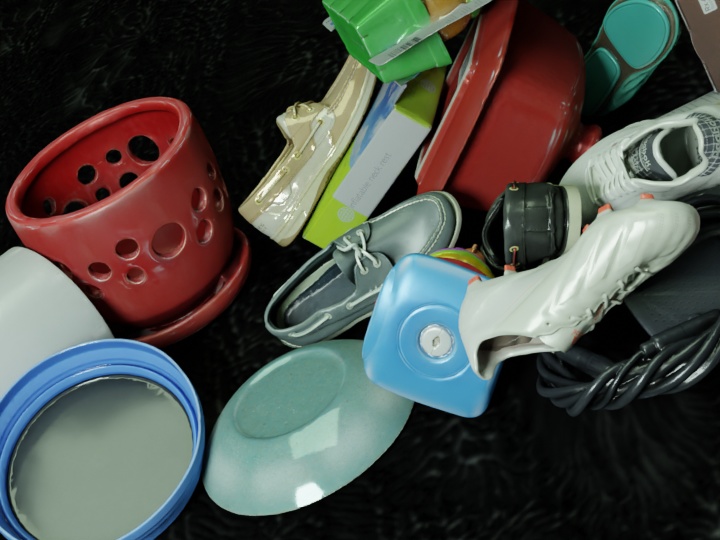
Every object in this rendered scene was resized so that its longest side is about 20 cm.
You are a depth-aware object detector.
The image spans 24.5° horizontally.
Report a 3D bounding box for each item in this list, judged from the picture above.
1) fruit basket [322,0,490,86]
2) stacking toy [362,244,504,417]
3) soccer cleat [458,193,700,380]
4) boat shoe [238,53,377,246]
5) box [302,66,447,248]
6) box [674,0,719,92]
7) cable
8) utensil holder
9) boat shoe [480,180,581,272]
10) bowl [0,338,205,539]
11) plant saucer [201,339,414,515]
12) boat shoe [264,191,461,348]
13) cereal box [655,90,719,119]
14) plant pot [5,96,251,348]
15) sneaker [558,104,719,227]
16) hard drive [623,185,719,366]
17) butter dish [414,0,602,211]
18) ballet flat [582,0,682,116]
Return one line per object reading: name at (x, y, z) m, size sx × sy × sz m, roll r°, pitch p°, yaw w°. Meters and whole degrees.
fruit basket at (0.075, -0.245, 1.451) m, size 0.199 × 0.094 × 0.185 m, roll -27°, pitch 27°, yaw -8°
stacking toy at (0.075, 0.021, 1.341) m, size 0.109 × 0.117 × 0.200 m, roll 20°, pitch 22°, yaw 4°
soccer cleat at (0.155, 0.015, 1.163) m, size 0.199 × 0.069 × 0.078 m, roll -28°, pitch 50°, yaw 32°
boat shoe at (-0.050, -0.125, 1.559) m, size 0.201 × 0.069 × 0.074 m, roll -63°, pitch 10°, yaw -3°
box at (0.018, -0.122, 1.546) m, size 0.200 × 0.047 × 0.122 m, roll -53°, pitch 14°, yaw 37°
box at (0.303, -0.253, 1.438) m, size 0.074 × 0.101 × 0.201 m, roll -23°, pitch 32°, yaw 15°
cable at (0.207, 0.024, 1.182) m, size 0.199 × 0.051 × 0.164 m, roll -20°, pitch 36°, yaw 30°
utensil holder at (-0.340, 0.100, 1.505) m, size 0.169 × 0.171 × 0.200 m, roll 12°, pitch 48°, yaw 49°
boat shoe at (0.126, -0.035, 1.303) m, size 0.062 × 0.075 × 0.201 m, roll 0°, pitch -3°, yaw -3°
bowl at (-0.223, 0.152, 1.385) m, size 0.198 × 0.040 × 0.202 m, roll -7°, pitch 55°, yaw 10°
plant saucer at (-0.051, 0.114, 1.361) m, size 0.199 × 0.039 × 0.202 m, roll -21°, pitch 32°, yaw 14°
boat shoe at (0.000, 0.000, 1.416) m, size 0.199 × 0.062 × 0.073 m, roll -36°, pitch 68°, yaw 19°
cereal box at (0.287, -0.116, 1.370) m, size 0.198 × 0.040 × 0.144 m, roll -26°, pitch 9°, yaw 8°
plant pot at (-0.209, -0.038, 1.580) m, size 0.199 × 0.183 × 0.201 m, roll -22°, pitch 30°, yaw 14°
sneaker at (0.209, -0.079, 1.236) m, size 0.080 × 0.077 × 0.199 m, roll -11°, pitch -9°, yaw -40°
hard drive at (0.261, -0.001, 1.259) m, size 0.134 × 0.043 × 0.200 m, roll -28°, pitch 30°, yaw 3°
butter dish at (0.145, -0.135, 1.475) m, size 0.201 × 0.147 × 0.200 m, roll -73°, pitch 7°, yaw -53°
ballet flat at (0.247, -0.205, 1.479) m, size 0.070 × 0.068 × 0.200 m, roll -34°, pitch -9°, yaw -23°
